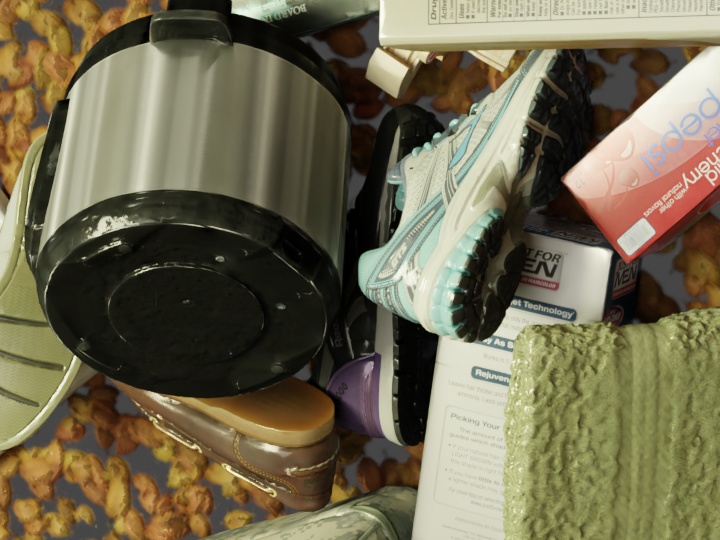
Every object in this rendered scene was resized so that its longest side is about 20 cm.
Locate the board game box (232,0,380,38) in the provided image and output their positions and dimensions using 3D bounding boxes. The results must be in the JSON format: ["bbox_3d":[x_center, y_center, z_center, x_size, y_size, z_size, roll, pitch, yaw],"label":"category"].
[{"bbox_3d":[-0.013,-0.211,1.589,0.200,0.028,0.136,-14,93,27],"label":"board game box"}]

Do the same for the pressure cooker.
[{"bbox_3d":[-0.090,-0.049,1.555,0.176,0.178,0.200,-34,38,39],"label":"pressure cooker"}]

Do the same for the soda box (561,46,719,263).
[{"bbox_3d":[0.207,-0.091,1.477,0.200,0.070,0.063,-42,79,26],"label":"soda box"}]

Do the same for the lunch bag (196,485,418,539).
[{"bbox_3d":[-0.054,0.224,1.605,0.200,0.168,0.140,-17,91,28],"label":"lunch bag"}]

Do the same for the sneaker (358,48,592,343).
[{"bbox_3d":[0.061,-0.059,1.508,0.086,0.078,0.200,15,63,29],"label":"sneaker"}]

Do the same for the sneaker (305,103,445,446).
[{"bbox_3d":[0.000,0.000,1.596,0.087,0.076,0.201,11,103,30],"label":"sneaker"}]

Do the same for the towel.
[{"bbox_3d":[0.145,0.120,1.517,0.148,0.036,0.200,-5,107,-18],"label":"towel"}]

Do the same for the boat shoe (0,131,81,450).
[{"bbox_3d":[-0.196,0.013,1.673,0.075,0.068,0.200,18,87,-5],"label":"boat shoe"}]

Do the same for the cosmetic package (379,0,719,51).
[{"bbox_3d":[0.113,-0.167,1.427,0.200,0.071,0.105,2,91,21],"label":"cosmetic package"}]

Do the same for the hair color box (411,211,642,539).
[{"bbox_3d":[0.096,0.071,1.565,0.100,0.060,0.200,13,104,23],"label":"hair color box"}]

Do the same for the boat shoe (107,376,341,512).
[{"bbox_3d":[-0.092,0.082,1.644,0.200,0.070,0.070,31,137,39],"label":"boat shoe"}]

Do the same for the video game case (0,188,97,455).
[{"bbox_3d":[-0.276,0.027,1.761,0.182,0.024,0.200,-39,81,26],"label":"video game case"}]

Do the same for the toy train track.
[{"bbox_3d":[0.054,-0.186,1.526,0.115,0.033,0.200,35,110,16],"label":"toy train track"}]
